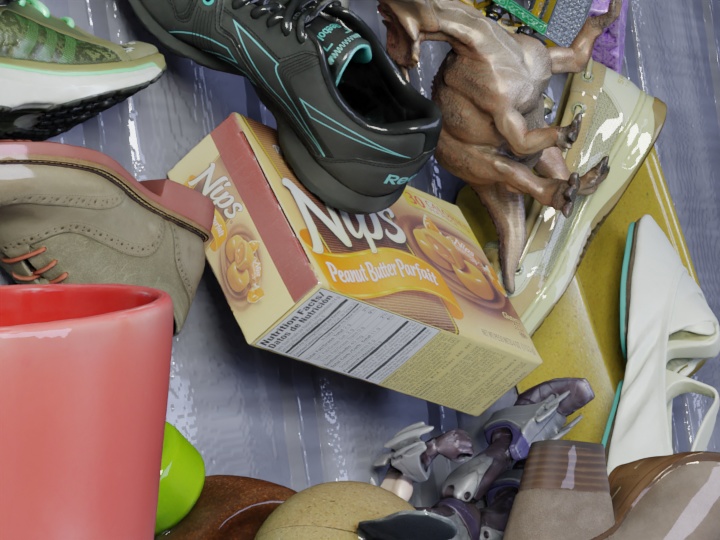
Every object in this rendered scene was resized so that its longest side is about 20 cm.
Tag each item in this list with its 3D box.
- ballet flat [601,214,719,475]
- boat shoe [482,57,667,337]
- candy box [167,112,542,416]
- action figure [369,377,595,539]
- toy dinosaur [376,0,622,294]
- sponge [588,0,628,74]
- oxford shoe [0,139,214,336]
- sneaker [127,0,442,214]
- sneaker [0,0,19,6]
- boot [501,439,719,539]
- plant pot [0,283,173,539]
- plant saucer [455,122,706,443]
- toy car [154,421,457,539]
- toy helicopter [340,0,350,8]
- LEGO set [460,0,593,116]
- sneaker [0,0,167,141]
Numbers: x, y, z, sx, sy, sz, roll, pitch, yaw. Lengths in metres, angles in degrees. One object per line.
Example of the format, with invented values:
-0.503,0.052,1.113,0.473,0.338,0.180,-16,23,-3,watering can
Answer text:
0.180,0.060,1.541,0.069,0.069,0.200,40,50,-42,ballet flat
0.099,-0.025,1.501,0.063,0.073,0.201,33,91,-4,boat shoe
0.000,0.000,1.365,0.200,0.055,0.115,20,35,-50,candy box
0.060,0.133,1.443,0.200,0.069,0.130,-38,117,-48,action figure
0.063,-0.091,1.430,0.086,0.136,0.200,-57,154,-47,toy dinosaur
0.159,-0.218,1.663,0.112,0.030,0.200,79,18,-63,sponge
-0.136,-0.014,1.208,0.200,0.070,0.075,16,74,-50,oxford shoe
-0.037,-0.119,1.291,0.200,0.079,0.075,44,56,-5,sneaker
-0.169,-0.177,1.191,0.200,0.090,0.066,-56,165,-58,sneaker
0.159,0.170,1.423,0.200,0.070,0.146,6,76,-22,boot
-0.166,0.101,1.046,0.200,0.200,0.177,-11,99,-55,plant pot
0.152,0.009,1.619,0.200,0.048,0.200,-36,110,-52,plant saucer
-0.019,0.158,1.210,0.164,0.200,0.158,49,45,-35,toy car
-0.047,-0.179,1.392,0.200,0.079,0.132,-19,105,-44,toy helicopter
0.075,-0.198,1.543,0.154,0.116,0.200,24,68,-24,LEGO set
-0.163,-0.108,1.198,0.200,0.077,0.089,-9,80,-57,sneaker
